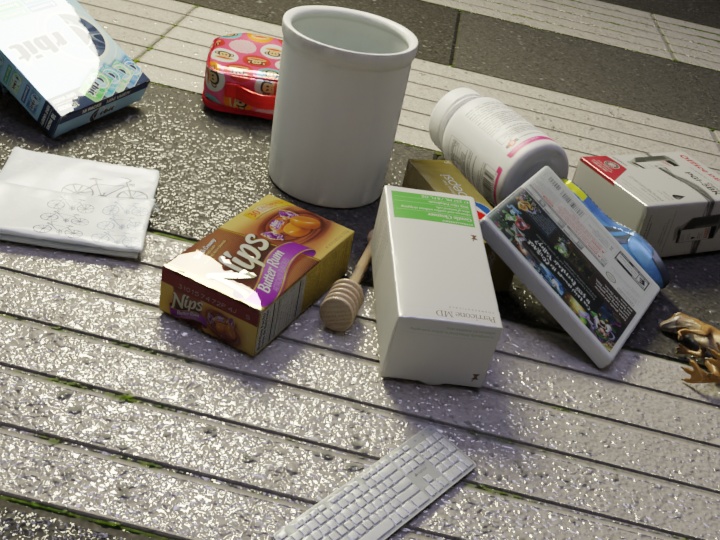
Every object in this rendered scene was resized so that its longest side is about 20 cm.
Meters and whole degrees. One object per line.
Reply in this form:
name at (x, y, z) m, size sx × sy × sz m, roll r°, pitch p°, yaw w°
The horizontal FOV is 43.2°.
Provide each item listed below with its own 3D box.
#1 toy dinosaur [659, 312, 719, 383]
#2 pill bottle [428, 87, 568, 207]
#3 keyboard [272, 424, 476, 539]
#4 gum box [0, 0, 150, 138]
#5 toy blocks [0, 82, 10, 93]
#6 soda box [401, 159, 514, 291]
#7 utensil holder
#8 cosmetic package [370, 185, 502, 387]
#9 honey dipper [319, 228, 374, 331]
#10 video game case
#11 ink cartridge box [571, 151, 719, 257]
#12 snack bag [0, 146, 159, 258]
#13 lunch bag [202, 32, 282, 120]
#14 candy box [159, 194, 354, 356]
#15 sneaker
toy dinosaur at (0.400, 0.094, 0.958) m, size 0.105 × 0.061 × 0.199 m, roll -14°, pitch 40°, yaw -38°
pill bottle at (0.182, -0.165, 1.238) m, size 0.111 × 0.115 × 0.200 m, roll -7°, pitch 37°, yaw -29°
keyboard at (0.018, 0.182, 0.727) m, size 0.056 × 0.011 × 0.198 m, roll 33°, pitch 37°, yaw 29°
gum box at (-0.405, -0.285, 1.200) m, size 0.200 × 0.045 × 0.170 m, roll 46°, pitch 40°, yaw 3°
toy blocks at (-0.471, -0.299, 1.251) m, size 0.197 × 0.101 × 0.138 m, roll 1°, pitch 45°, yaw -35°
soda box at (0.114, -0.058, 1.087) m, size 0.063 × 0.069 × 0.201 m, roll -2°, pitch 35°, yaw -24°
utensil holder at (-0.029, -0.206, 1.144) m, size 0.166 × 0.203 × 0.171 m, roll 9°, pitch 32°, yaw -6°
cosmetic package at (0.071, 0.012, 0.919) m, size 0.105 × 0.086 × 0.202 m, roll 6°, pitch 40°, yaw -10°
honey dipper at (0.000, 0.000, 0.986) m, size 0.037 × 0.039 × 0.201 m, roll 17°, pitch 30°, yaw 7°
video game case at (0.236, -0.011, 1.018) m, size 0.201 × 0.023 × 0.181 m, roll 49°, pitch 41°, yaw 5°
ink cartridge box at (0.402, -0.092, 1.231) m, size 0.196 × 0.084 × 0.147 m, roll -7°, pitch 35°, yaw -27°
snack bag at (-0.320, -0.082, 1.015) m, size 0.184 × 0.022 × 0.201 m, roll 8°, pitch 32°, yaw -7°
lunch bag at (-0.131, -0.276, 1.332) m, size 0.195 × 0.083 × 0.177 m, roll 9°, pitch 32°, yaw -7°
candy box at (-0.102, -0.002, 0.934) m, size 0.115 × 0.057 × 0.200 m, roll 24°, pitch 32°, yaw 17°
sneaker at (0.289, -0.031, 1.129) m, size 0.078 × 0.066 × 0.200 m, roll -37°, pitch 60°, yaw -13°
